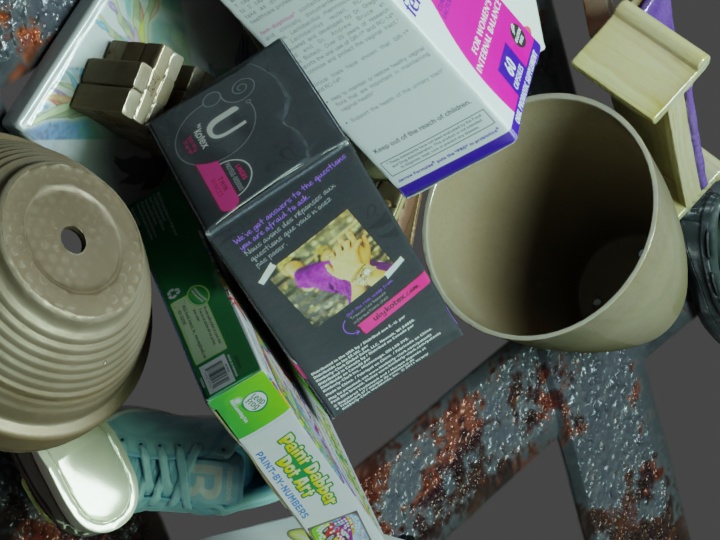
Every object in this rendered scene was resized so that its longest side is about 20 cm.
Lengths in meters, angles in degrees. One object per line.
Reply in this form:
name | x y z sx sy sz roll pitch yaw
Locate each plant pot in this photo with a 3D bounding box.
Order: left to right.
plant pot | -0.194 -0.002 1.297 0.200 0.093 0.202 21 54 -33
plant pot | 0.172 -0.011 1.671 0.200 0.186 0.188 33 73 -57

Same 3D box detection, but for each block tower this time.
block tower | -0.093 -0.086 1.434 0.200 0.058 0.054 31 76 -44

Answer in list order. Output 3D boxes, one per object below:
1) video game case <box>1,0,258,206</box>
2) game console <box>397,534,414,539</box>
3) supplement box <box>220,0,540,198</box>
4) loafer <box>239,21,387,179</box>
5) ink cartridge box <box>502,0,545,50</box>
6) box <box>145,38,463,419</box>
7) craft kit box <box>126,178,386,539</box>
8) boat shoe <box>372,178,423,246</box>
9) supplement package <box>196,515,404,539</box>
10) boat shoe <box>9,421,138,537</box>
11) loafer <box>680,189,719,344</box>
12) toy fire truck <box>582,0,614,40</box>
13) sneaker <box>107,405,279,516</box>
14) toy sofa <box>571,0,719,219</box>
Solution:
video game case | -0.124 -0.122 1.450 0.182 0.022 0.201 46 66 -39
game console | 0.074 0.310 1.599 0.171 0.118 0.201 -66 159 -81
supplement box | 0.012 -0.162 1.407 0.200 0.103 0.102 44 40 -25
loafer | -0.031 -0.131 1.479 0.200 0.068 0.076 50 38 -20
ink cartridge box | 0.042 -0.228 1.552 0.147 0.085 0.201 -31 116 -38
box | -0.034 -0.023 1.381 0.106 0.122 0.200 -32 134 -1
craft kit box | -0.066 0.069 1.397 0.048 0.200 0.198 -28 133 0
boat shoe | 0.000 0.000 1.565 0.067 0.072 0.201 22 87 -49
supplement package | -0.036 0.267 1.480 0.191 0.199 0.148 -9 103 -44
boat shoe | -0.203 0.072 1.368 0.072 0.059 0.201 -25 92 -35
loafer | 0.318 0.006 1.873 0.068 0.070 0.201 -53 129 -24
toy fire truck | 0.176 -0.217 1.664 0.200 0.049 0.142 -34 105 -70
sneaker | -0.119 0.129 1.456 0.199 0.082 0.074 -5 100 -44
toy sofa | 0.233 -0.128 1.666 0.098 0.083 0.200 -46 155 -8
